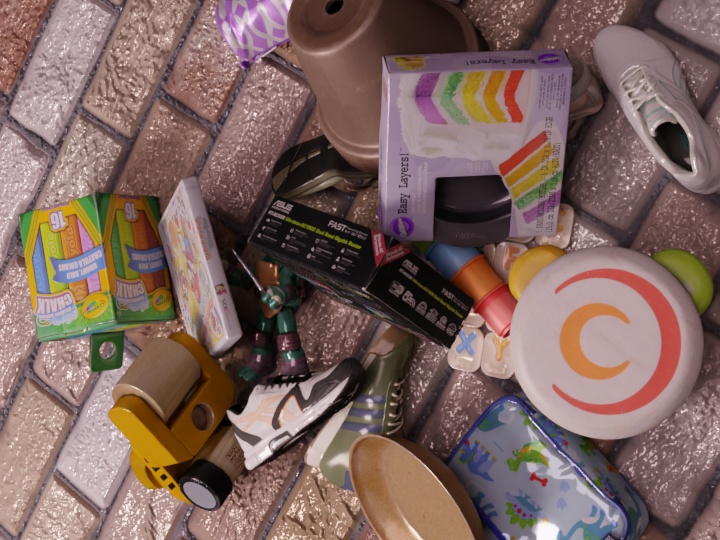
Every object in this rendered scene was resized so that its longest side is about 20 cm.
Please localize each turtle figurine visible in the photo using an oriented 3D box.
[{"bbox_3d":[-0.106,0.026,1.564,0.150,0.100,0.201,14,113,60],"label":"turtle figurine"}]

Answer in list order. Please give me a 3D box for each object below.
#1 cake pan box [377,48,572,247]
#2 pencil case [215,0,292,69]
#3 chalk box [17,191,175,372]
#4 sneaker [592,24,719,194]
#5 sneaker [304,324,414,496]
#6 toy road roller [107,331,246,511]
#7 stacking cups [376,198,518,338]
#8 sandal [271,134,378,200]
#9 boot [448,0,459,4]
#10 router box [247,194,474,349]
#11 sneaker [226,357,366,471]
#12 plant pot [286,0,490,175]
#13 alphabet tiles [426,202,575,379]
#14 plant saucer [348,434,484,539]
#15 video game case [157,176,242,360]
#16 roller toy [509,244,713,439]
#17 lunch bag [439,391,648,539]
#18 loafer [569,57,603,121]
[{"bbox_3d":[0.110,-0.119,1.382,0.183,0.052,0.201,0,123,-4],"label":"cake pan box"},{"bbox_3d":[-0.067,-0.298,1.553,0.199,0.084,0.086,-21,86,25],"label":"pencil case"},{"bbox_3d":[-0.309,0.018,1.658,0.124,0.125,0.201,-13,86,27],"label":"chalk box"},{"bbox_3d":[0.293,-0.166,1.372,0.070,0.080,0.201,-40,72,23],"label":"sneaker"},{"bbox_3d":[0.023,0.160,1.523,0.090,0.067,0.201,38,110,18],"label":"sneaker"},{"bbox_3d":[-0.216,0.180,1.586,0.146,0.123,0.200,-14,121,44],"label":"toy road roller"},{"bbox_3d":[0.098,-0.012,1.474,0.060,0.060,0.200,-43,75,21],"label":"stacking cups"},{"bbox_3d":[-0.014,-0.120,1.545,0.200,0.057,0.080,-12,58,40],"label":"sandal"},{"bbox_3d":[0.054,-0.379,1.497,0.200,0.073,0.096,42,108,18],"label":"boot"},{"bbox_3d":[0.000,0.000,1.447,0.200,0.150,0.062,22,79,46],"label":"router box"},{"bbox_3d":[-0.075,0.141,1.497,0.200,0.074,0.080,-38,78,34],"label":"sneaker"},{"bbox_3d":[0.013,-0.222,1.426,0.200,0.175,0.201,-15,59,26],"label":"plant pot"},{"bbox_3d":[0.158,0.019,1.479,0.199,0.015,0.197,11,95,27],"label":"alphabet tiles"},{"bbox_3d":[0.066,0.249,1.446,0.200,0.035,0.201,37,144,33],"label":"plant saucer"},{"bbox_3d":[-0.185,0.007,1.576,0.023,0.200,0.183,-14,81,-19],"label":"video game case"},{"bbox_3d":[0.240,0.068,1.362,0.199,0.140,0.183,3,90,13],"label":"roller toy"},{"bbox_3d":[0.182,0.239,1.431,0.200,0.082,0.161,49,115,20],"label":"lunch bag"},{"bbox_3d":[0.157,-0.159,1.453,0.199,0.063,0.072,-17,48,29],"label":"loafer"}]
